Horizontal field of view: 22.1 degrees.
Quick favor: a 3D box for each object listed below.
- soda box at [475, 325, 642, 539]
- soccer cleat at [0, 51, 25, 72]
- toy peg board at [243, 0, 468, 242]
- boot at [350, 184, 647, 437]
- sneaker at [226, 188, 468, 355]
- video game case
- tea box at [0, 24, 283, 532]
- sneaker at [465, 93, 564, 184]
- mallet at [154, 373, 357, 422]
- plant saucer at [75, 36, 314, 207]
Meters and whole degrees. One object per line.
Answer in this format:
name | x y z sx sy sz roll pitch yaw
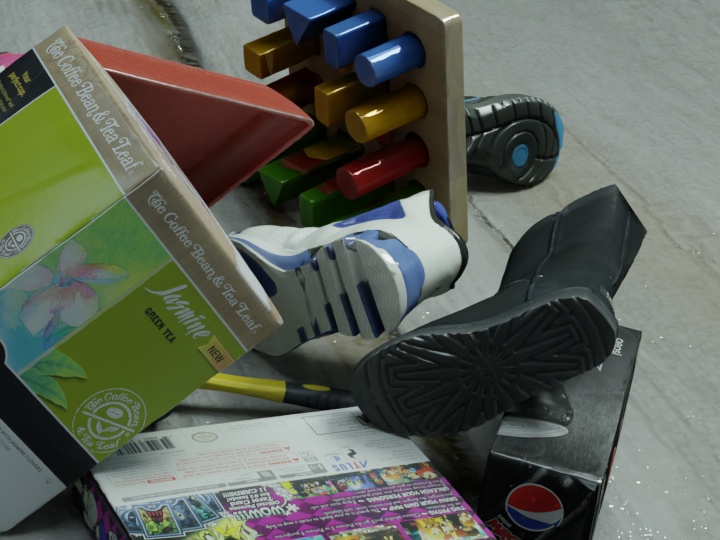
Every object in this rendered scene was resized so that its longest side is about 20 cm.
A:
soda box | 0.122 0.097 1.122 0.071 0.064 0.200 14 26 9
soccer cleat | -0.278 -0.098 1.297 0.200 0.070 0.086 -18 55 -36
toy peg board | -0.021 -0.123 1.379 0.098 0.200 0.200 -27 42 -28
boot | 0.090 0.020 1.136 0.164 0.066 0.200 -16 19 18
sneaker | 0.000 0.000 1.187 0.115 0.081 0.199 -21 12 -37
video game case | -0.039 0.141 1.005 0.199 0.036 0.181 -5 30 -28
tea box | -0.182 -0.001 1.032 0.197 0.134 0.200 -37 37 0
sneaker | 0.086 -0.116 1.505 0.200 0.073 0.082 4 12 -43
mallet | -0.055 0.079 1.130 0.199 0.041 0.066 12 25 -4
plant saucer | -0.165 -0.089 1.214 0.200 0.199 0.037 11 61 -35
